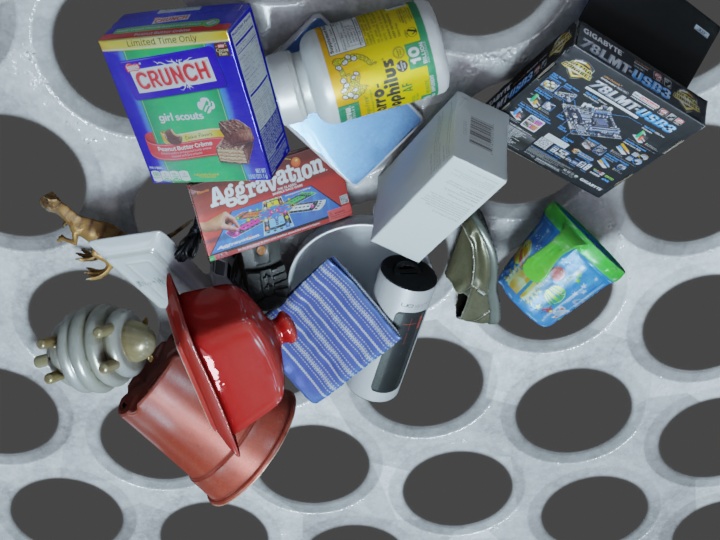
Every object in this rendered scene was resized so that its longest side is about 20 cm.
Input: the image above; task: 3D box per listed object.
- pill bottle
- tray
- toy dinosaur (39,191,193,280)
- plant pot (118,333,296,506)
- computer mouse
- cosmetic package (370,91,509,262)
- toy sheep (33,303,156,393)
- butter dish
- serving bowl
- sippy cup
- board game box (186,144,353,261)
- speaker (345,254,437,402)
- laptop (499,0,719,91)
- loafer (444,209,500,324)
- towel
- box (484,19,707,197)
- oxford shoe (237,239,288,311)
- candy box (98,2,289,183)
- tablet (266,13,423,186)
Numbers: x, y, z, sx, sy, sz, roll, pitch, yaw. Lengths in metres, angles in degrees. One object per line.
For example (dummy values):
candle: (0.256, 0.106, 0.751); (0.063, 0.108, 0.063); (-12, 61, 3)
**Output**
pill bottle: (-0.005, -0.237, 1.224); (0.199, 0.113, 0.113); (-16, 127, -1)
tray: (-0.272, 0.006, 1.407); (0.107, 0.022, 0.200); (-7, 153, 15)
toy dinosaur: (-0.337, -0.042, 1.403); (0.199, 0.061, 0.107); (18, 123, -16)
plant pot: (-0.230, 0.201, 1.521); (0.195, 0.201, 0.201); (40, 116, -18)
computer mouse: (-0.189, -0.001, 1.425); (0.044, 0.110, 0.200); (-6, 137, 21)
cosmetic package: (0.096, -0.112, 1.306); (0.081, 0.113, 0.200); (22, 143, -19)
toy sheep: (-0.376, 0.111, 1.473); (0.199, 0.138, 0.138); (-7, 128, 18)
butter dish: (-0.152, 0.097, 1.336); (0.147, 0.200, 0.201); (-22, 115, -9)
serving bowl: (0.000, 0.000, 1.446); (0.199, 0.066, 0.201); (-1, 127, -1)
sippy cup: (0.259, 0.000, 1.399); (0.130, 0.140, 0.178); (-46, 126, 12)
board game box: (-0.113, -0.091, 1.340); (0.199, 0.019, 0.104); (-19, 110, -16)
speaker: (0.039, 0.078, 1.416); (0.081, 0.081, 0.201); (11, 124, -10)
laptop: (0.307, -0.260, 1.301); (0.177, 0.104, 0.200); (29, 146, -21)
loafer: (0.152, 0.001, 1.448); (0.069, 0.075, 0.201); (-11, 127, 1)
towel: (-0.052, 0.085, 1.410); (0.145, 0.024, 0.200); (49, 128, 0)
box: (0.279, -0.189, 1.279); (0.199, 0.050, 0.198); (25, 146, -17)
oxford shoe: (-0.140, -0.053, 1.396); (0.072, 0.084, 0.201); (-4, 107, -19)
candy box: (-0.193, -0.207, 1.251); (0.168, 0.077, 0.201); (0, 127, 20)
tablet: (-0.029, -0.208, 1.308); (0.130, 0.014, 0.200); (-43, 117, 12)
